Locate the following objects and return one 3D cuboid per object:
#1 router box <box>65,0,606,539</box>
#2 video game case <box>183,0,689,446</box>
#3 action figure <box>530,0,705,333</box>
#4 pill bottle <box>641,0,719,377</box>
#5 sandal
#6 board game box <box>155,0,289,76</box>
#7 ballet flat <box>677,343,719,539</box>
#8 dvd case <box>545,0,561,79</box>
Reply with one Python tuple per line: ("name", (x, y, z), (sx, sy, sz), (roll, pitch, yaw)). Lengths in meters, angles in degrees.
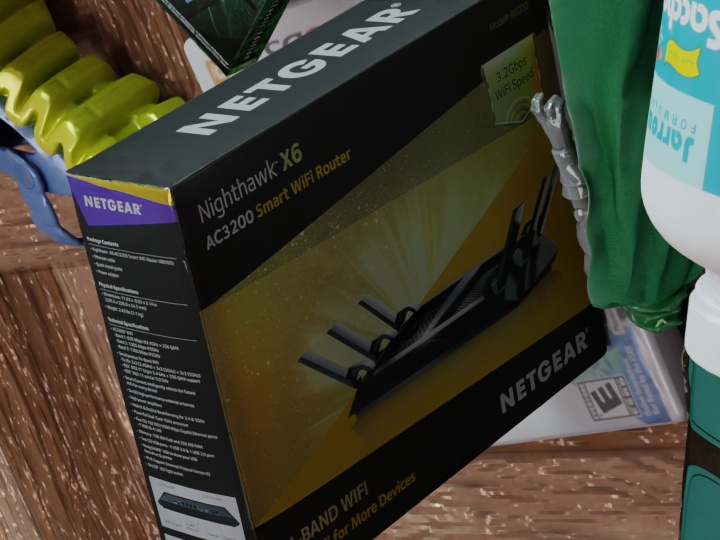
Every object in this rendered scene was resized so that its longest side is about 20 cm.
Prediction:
("router box", (0.000, 0.000, 0.860), (0.052, 0.200, 0.158), (9, 122, 40))
("video game case", (0.029, -0.022, 0.986), (0.182, 0.022, 0.201), (-12, 107, 48))
("action figure", (0.102, -0.052, 0.848), (0.055, 0.118, 0.201), (45, 151, 39))
("pill bottle", (0.144, -0.066, 0.737), (0.110, 0.110, 0.201), (18, 111, 36))
("sandal", (-0.160, -0.079, 1.126), (0.200, 0.079, 0.087), (44, 142, 16))
("board game box", (-0.089, -0.177, 0.916), (0.200, 0.023, 0.105), (47, 135, 16))
("ballet flat", (0.156, 0.064, 0.915), (0.076, 0.064, 0.201), (41, 140, 40))
("dvd case", (0.050, -0.035, 0.989), (0.143, 0.018, 0.200), (47, 140, 9))
